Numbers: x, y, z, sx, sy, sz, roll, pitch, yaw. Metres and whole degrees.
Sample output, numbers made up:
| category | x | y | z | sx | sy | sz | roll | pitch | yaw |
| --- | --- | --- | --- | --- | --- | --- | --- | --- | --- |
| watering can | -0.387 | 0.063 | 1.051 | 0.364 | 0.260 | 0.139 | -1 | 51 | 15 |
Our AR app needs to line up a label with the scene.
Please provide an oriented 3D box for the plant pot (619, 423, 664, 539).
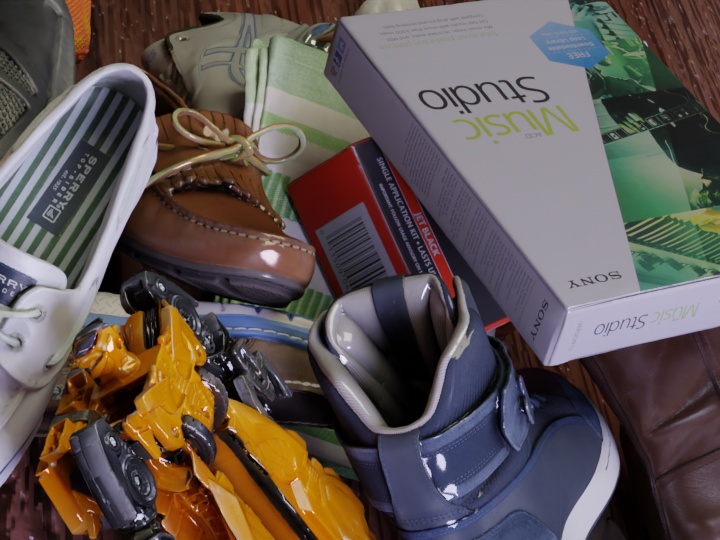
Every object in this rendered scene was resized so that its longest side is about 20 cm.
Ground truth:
| category | x | y | z | sx | sy | sz | roll | pitch | yaw |
| --- | --- | --- | --- | --- | --- | --- | --- | --- | --- |
| plant pot | 0.224 | 0.150 | 0.994 | 0.186 | 0.186 | 0.200 | 19 | 48 | -28 |

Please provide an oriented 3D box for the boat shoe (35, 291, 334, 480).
| category | x | y | z | sx | sy | sz | roll | pitch | yaw |
| --- | --- | --- | --- | --- | --- | --- | --- | --- | --- |
| boat shoe | -0.086 | 0.053 | 0.876 | 0.199 | 0.072 | 0.073 | 8 | 68 | -18 |

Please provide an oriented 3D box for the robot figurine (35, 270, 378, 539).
| category | x | y | z | sx | sy | sz | roll | pitch | yaw |
| --- | --- | --- | --- | --- | --- | --- | --- | --- | --- |
| robot figurine | -0.049 | 0.098 | 0.797 | 0.200 | 0.058 | 0.145 | 52 | 24 | -24 |

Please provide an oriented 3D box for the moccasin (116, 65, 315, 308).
| category | x | y | z | sx | sy | sz | roll | pitch | yaw |
| --- | --- | --- | --- | --- | --- | --- | --- | --- | --- |
| moccasin | -0.071 | -0.041 | 0.929 | 0.073 | 0.078 | 0.201 | 22 | 10 | -27 |

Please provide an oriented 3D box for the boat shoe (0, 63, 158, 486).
| category | x | y | z | sx | sy | sz | roll | pitch | yaw |
| --- | --- | --- | --- | --- | --- | --- | --- | --- | --- |
| boat shoe | -0.136 | 0.005 | 0.797 | 0.073 | 0.067 | 0.200 | 24 | 68 | -4 |

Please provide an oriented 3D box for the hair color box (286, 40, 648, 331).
| category | x | y | z | sx | sy | sz | roll | pitch | yaw |
| --- | --- | --- | --- | --- | --- | --- | --- | --- | --- |
| hair color box | 0.073 | -0.032 | 1.012 | 0.200 | 0.061 | 0.102 | -23 | 87 | -39 |

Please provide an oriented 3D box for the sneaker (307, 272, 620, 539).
| category | x | y | z | sx | sy | sz | roll | pitch | yaw |
| --- | --- | --- | --- | --- | --- | --- | --- | --- | --- |
| sneaker | 0.045 | 0.052 | 0.886 | 0.202 | 0.077 | 0.147 | -67 | 135 | -64 |

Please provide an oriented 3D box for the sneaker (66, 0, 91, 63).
| category | x | y | z | sx | sy | sz | roll | pitch | yaw |
| --- | --- | --- | --- | --- | --- | --- | --- | --- | --- |
| sneaker | -0.167 | -0.179 | 1.102 | 0.073 | 0.077 | 0.200 | 20 | 36 | -31 |

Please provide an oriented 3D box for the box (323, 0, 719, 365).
| category | x | y | z | sx | sy | sz | roll | pitch | yaw |
| --- | --- | --- | --- | --- | --- | --- | --- | --- | --- |
| box | 0.092 | -0.048 | 0.930 | 0.144 | 0.036 | 0.200 | -11 | 47 | -29 |

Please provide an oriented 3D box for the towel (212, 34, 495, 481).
| category | x | y | z | sx | sy | sz | roll | pitch | yaw |
| --- | --- | --- | --- | --- | --- | --- | --- | --- | --- |
| towel | 0.000 | 0.000 | 1.003 | 0.152 | 0.023 | 0.201 | 21 | 62 | -26 |

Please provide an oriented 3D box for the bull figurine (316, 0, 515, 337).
| category | x | y | z | sx | sy | sz | roll | pitch | yaw |
| --- | --- | --- | --- | --- | --- | --- | --- | --- | --- |
| bull figurine | 0.047 | -0.065 | 1.126 | 0.121 | 0.065 | 0.201 | -37 | 110 | -59 |

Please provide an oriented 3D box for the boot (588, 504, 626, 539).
| category | x | y | z | sx | sy | sz | roll | pitch | yaw |
| --- | --- | --- | --- | --- | --- | --- | --- | --- | --- |
| boot | 0.096 | 0.144 | 0.967 | 0.097 | 0.075 | 0.200 | 51 | 29 | -12 |

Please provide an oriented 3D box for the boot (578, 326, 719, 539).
| category | x | y | z | sx | sy | sz | roll | pitch | yaw |
| --- | --- | --- | --- | --- | --- | --- | --- | --- | --- |
| boot | 0.190 | 0.038 | 0.934 | 0.186 | 0.064 | 0.200 | -15 | 58 | -12 |

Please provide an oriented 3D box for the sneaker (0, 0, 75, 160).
| category | x | y | z | sx | sy | sz | roll | pitch | yaw |
| --- | --- | --- | --- | --- | --- | --- | --- | --- | --- |
| sneaker | -0.188 | -0.089 | 0.956 | 0.114 | 0.076 | 0.200 | 24 | 38 | -34 |

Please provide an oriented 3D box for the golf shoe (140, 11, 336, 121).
| category | x | y | z | sx | sy | sz | roll | pitch | yaw |
| --- | --- | --- | --- | --- | --- | --- | --- | --- | --- |
| golf shoe | -0.075 | -0.080 | 1.091 | 0.097 | 0.079 | 0.200 | 20 | 25 | 7 |
